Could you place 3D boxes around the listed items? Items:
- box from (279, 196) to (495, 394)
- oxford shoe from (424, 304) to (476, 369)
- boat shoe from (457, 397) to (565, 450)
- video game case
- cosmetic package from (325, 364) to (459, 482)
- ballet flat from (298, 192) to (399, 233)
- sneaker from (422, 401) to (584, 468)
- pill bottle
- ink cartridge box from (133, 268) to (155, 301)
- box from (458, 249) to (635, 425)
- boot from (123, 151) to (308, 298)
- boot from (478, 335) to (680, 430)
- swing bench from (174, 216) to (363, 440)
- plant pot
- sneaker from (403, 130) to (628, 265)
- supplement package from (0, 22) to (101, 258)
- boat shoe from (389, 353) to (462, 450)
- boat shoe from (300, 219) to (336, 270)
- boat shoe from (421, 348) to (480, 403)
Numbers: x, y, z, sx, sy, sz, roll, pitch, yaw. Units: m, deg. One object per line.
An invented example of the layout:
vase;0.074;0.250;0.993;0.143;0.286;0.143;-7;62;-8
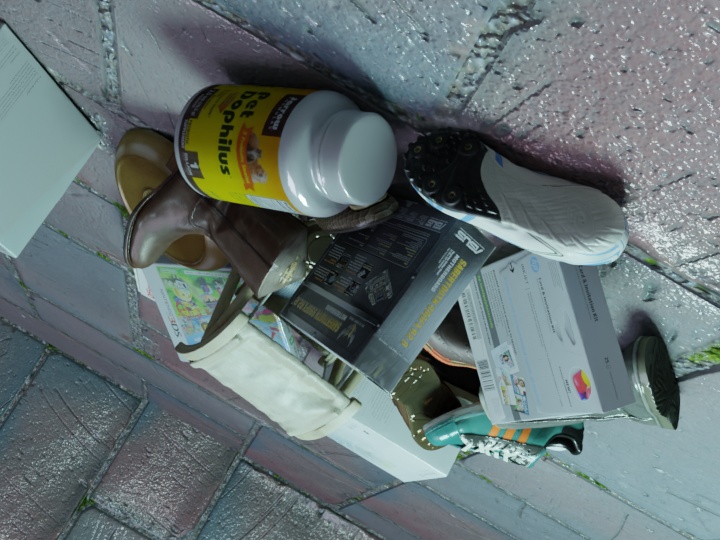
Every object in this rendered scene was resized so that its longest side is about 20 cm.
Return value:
box;0.018;0.011;0.920;0.048;0.159;0.200;38;174;-24
oxford shoe;0.142;0.077;1.123;0.199;0.072;0.072;27;152;-17
boat shoe;0.186;0.169;1.279;0.199;0.074;0.066;12;150;18
video game case;-0.189;0.061;1.358;0.199;0.022;0.183;4;129;25
cosmetic package;0.040;0.215;1.495;0.199;0.123;0.199;31;160;-6
ballet flat;-0.021;-0.070;0.962;0.200;0.067;0.047;-156;52;-68
sneaker;0.174;0.195;1.176;0.198;0.081;0.071;-7;161;-12
pill bottle;-0.067;-0.108;0.891;0.199;0.110;0.109;12;153;39
ink cartridge box;-0.220;0.024;1.449;0.199;0.083;0.147;29;158;2
box;0.165;0.062;0.942;0.200;0.041;0.157;149;107;-68
boot;-0.156;-0.022;1.080;0.200;0.187;0.064;42;-154;21
boot;0.221;0.122;1.039;0.199;0.073;0.182;3;149;27
swing bench;-0.079;0.075;1.208;0.199;0.201;0.129;39;158;-26
plant pot;-0.235;-0.077;1.211;0.199;0.027;0.201;32;145;26
sneaker;0.124;-0.055;0.820;0.199;0.072;0.073;25;167;21
supplement package;-0.456;-0.160;1.176;0.146;0.192;0.200;17;156;32
boat shoe;0.072;0.146;1.207;0.068;0.072;0.201;59;179;45
boat shoe;0.000;0.000;1.141;0.200;0.072;0.076;42;-178;-31
boat shoe;0.090;0.113;1.275;0.200;0.063;0.074;21;175;29
